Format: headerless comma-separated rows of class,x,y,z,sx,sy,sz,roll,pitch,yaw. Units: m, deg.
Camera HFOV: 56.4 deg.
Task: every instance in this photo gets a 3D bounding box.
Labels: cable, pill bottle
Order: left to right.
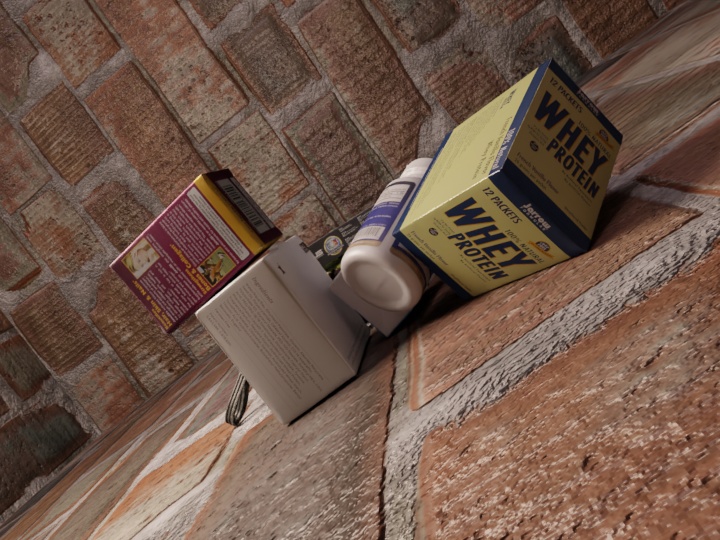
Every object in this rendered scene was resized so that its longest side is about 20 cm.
cable,-0.181,0.164,1.147,0.097,0.050,0.202,79,-155,-67
pill bottle,0.064,-0.053,0.913,0.115,0.116,0.201,-29,25,54

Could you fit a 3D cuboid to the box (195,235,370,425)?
box,-0.101,0.076,0.972,0.130,0.201,0.199,-37,5,13

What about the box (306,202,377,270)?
box,-0.015,-0.057,1.185,0.199,0.045,0.160,-33,-3,0

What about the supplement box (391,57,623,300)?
supplement box,0.176,-0.103,0.808,0.199,0.134,0.201,-29,26,53

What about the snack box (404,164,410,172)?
snack box,0.151,-0.107,1.014,0.198,0.037,0.117,2,62,29

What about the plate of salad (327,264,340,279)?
plate of salad,-0.014,-0.007,1.278,0.197,0.048,0.202,-11,48,12

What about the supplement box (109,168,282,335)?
supplement box,-0.230,-0.028,0.955,0.199,0.131,0.103,-39,3,16

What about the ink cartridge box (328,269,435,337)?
ink cartridge box,0.047,0.003,1.033,0.067,0.115,0.200,-53,-4,31
